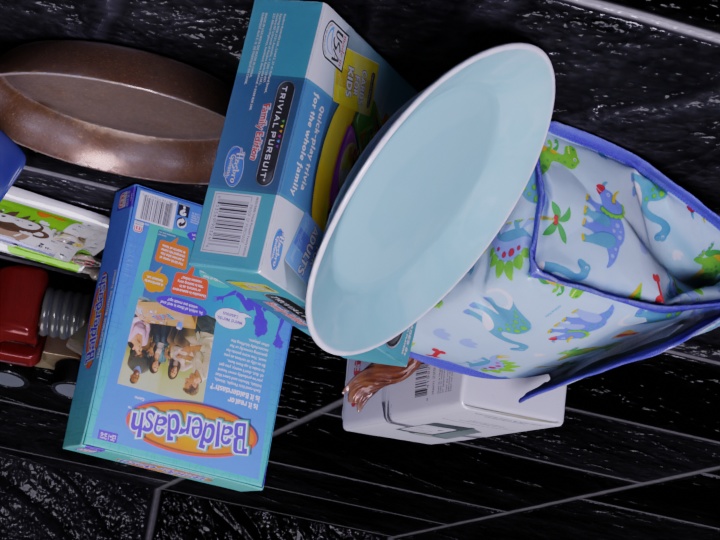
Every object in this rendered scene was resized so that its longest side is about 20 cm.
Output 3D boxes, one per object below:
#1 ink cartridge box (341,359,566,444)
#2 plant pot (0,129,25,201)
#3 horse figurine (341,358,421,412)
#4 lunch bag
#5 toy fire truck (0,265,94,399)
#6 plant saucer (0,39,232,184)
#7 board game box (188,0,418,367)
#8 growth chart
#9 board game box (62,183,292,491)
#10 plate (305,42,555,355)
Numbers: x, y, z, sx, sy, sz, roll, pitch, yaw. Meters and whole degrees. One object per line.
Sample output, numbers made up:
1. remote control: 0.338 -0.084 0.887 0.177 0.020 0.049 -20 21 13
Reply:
1. ink cartridge box: 0.069 0.043 1.451 0.084 0.147 0.200 12 168 -23
2. plant pot: -0.364 -0.052 1.249 0.199 0.200 0.180 -5 134 48
3. horse figurine: 0.000 0.000 1.379 0.132 0.050 0.201 -2 118 41
4. lunch bag: 0.137 0.008 1.273 0.199 0.128 0.170 16 156 -31
5. toy fire truck: -0.263 0.053 1.823 0.175 0.129 0.200 11 155 -2
6. plant saucer: -0.149 -0.101 1.265 0.199 0.035 0.200 9 166 2
7. board game box: -0.014 -0.044 1.141 0.047 0.152 0.200 7 167 27
8. growth chart: -0.266 -0.035 1.653 0.144 0.018 0.200 14 165 -13
9. board game box: -0.130 0.053 1.520 0.151 0.201 0.045 18 164 -26
10. plate: 0.033 -0.042 1.093 0.026 0.200 0.200 37 178 25
